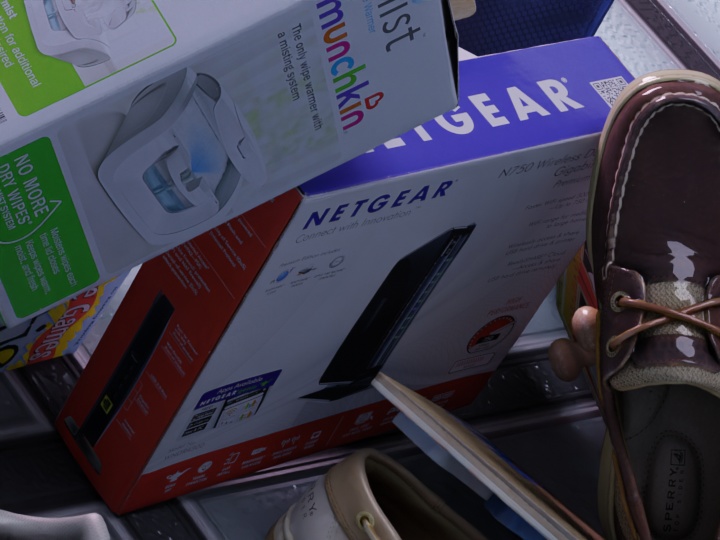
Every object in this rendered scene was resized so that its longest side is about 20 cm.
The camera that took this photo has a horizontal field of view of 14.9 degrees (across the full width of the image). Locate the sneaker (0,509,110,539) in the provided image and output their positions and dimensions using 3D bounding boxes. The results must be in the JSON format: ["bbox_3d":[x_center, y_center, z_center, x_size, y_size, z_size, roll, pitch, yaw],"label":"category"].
[{"bbox_3d":[-0.177,0.087,0.871,0.199,0.090,0.075,14,37,-35],"label":"sneaker"}]

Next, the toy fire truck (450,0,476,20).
[{"bbox_3d":[0.007,-0.116,1.298,0.199,0.141,0.049,23,32,-21],"label":"toy fire truck"}]

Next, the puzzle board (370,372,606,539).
[{"bbox_3d":[0.079,0.105,1.101,0.151,0.017,0.200,40,0,16],"label":"puzzle board"}]

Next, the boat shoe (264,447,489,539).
[{"bbox_3d":[0.057,0.144,1.057,0.200,0.069,0.074,36,29,-2],"label":"boat shoe"}]

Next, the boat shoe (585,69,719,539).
[{"bbox_3d":[0.120,0.028,1.025,0.072,0.201,0.072,2,14,-1],"label":"boat shoe"}]

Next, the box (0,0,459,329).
[{"bbox_3d":[-0.090,-0.114,0.935,0.176,0.097,0.200,-27,56,-10],"label":"box"}]

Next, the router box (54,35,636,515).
[{"bbox_3d":[0.000,0.000,1.061,0.199,0.180,0.049,-14,58,-42],"label":"router box"}]

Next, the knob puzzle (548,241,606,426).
[{"bbox_3d":[0.116,0.068,1.161,0.030,0.220,0.220,-19,49,-6],"label":"knob puzzle"}]

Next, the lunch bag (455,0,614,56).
[{"bbox_3d":[0.068,-0.178,1.392,0.135,0.200,0.132,27,28,-6],"label":"lunch bag"}]

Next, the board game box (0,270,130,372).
[{"bbox_3d":[-0.176,-0.021,1.009,0.103,0.105,0.200,47,32,18],"label":"board game box"}]

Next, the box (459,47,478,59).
[{"bbox_3d":[0.020,-0.045,1.231,0.199,0.122,0.048,26,31,-18],"label":"box"}]
